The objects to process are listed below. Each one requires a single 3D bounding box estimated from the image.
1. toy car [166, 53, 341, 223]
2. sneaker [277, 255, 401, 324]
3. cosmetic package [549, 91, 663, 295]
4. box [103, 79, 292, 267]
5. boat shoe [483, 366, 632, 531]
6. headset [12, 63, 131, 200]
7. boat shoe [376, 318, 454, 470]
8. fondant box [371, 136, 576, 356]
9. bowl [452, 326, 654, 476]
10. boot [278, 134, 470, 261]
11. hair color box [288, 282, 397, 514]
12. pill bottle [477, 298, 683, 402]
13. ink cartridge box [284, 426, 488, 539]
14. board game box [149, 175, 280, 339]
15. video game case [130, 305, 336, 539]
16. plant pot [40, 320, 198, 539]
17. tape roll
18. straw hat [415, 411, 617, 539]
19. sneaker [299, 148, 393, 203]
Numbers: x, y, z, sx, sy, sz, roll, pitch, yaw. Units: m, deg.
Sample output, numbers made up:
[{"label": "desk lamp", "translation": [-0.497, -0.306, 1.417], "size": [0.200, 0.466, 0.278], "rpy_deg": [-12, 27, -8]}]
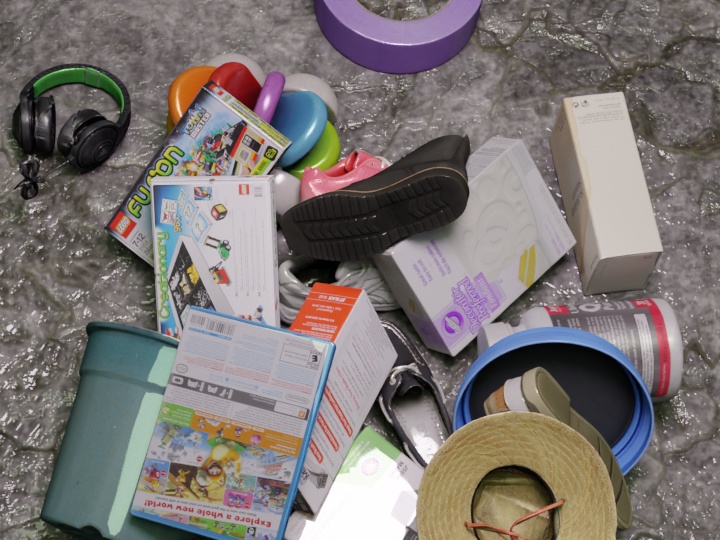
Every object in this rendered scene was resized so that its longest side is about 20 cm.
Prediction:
[{"label": "toy car", "translation": [-0.118, -0.163, 1.662], "size": [0.200, 0.150, 0.175], "rpy_deg": [17, 65, 4]}, {"label": "sneaker", "translation": [0.000, 0.000, 1.624], "size": [0.200, 0.099, 0.078], "rpy_deg": [-18, 68, -12]}, {"label": "cosmetic package", "translation": [0.270, -0.085, 1.681], "size": [0.073, 0.104, 0.200], "rpy_deg": [-6, 65, -5]}, {"label": "box", "translation": [-0.174, -0.089, 1.609], "size": [0.110, 0.035, 0.200], "rpy_deg": [37, 112, -2]}, {"label": "boat shoe", "translation": [0.197, 0.183, 1.497], "size": [0.200, 0.068, 0.075], "rpy_deg": [54, 29, -18]}, {"label": "headset", "translation": [-0.330, -0.160, 1.678], "size": [0.123, 0.094, 0.200], "rpy_deg": [17, 54, 4]}, {"label": "boat shoe", "translation": [0.051, 0.134, 1.589], "size": [0.074, 0.060, 0.200], "rpy_deg": [-14, 68, -10]}, {"label": "fondant box", "translation": [0.121, -0.027, 1.625], "size": [0.200, 0.058, 0.144], "rpy_deg": [-41, 116, -18]}, {"label": "bowl", "translation": [0.194, 0.143, 1.533], "size": [0.200, 0.201, 0.039], "rpy_deg": [8, 32, 0]}, {"label": "boot", "translation": [0.023, -0.080, 1.592], "size": [0.200, 0.078, 0.138], "rpy_deg": [-10, 26, 15]}, {"label": "hair color box", "translation": [-0.045, 0.124, 1.495], "size": [0.064, 0.111, 0.200], "rpy_deg": [7, 52, 30]}, {"label": "pill bottle", "translation": [0.228, 0.090, 1.593], "size": [0.200, 0.111, 0.111], "rpy_deg": [-4, 66, -6]}, {"label": "ink cartridge box", "translation": [0.038, 0.278, 1.509], "size": [0.200, 0.084, 0.146], "rpy_deg": [37, 68, 12]}, {"label": "board game box", "translation": [-0.150, 0.001, 1.580], "size": [0.126, 0.035, 0.200], "rpy_deg": [0, 102, 7]}, {"label": "video game case", "translation": [-0.116, 0.145, 1.392], "size": [0.143, 0.018, 0.200], "rpy_deg": [14, 82, 9]}, {"label": "plant pot", "translation": [-0.210, 0.177, 1.489], "size": [0.200, 0.200, 0.196], "rpy_deg": [18, 73, 4]}, {"label": "tape roll", "translation": [0.045, -0.335, 1.798], "size": [0.200, 0.066, 0.200], "rpy_deg": [2, 65, -4]}, {"label": "straw hat", "translation": [0.144, 0.232, 1.445], "size": [0.201, 0.085, 0.201], "rpy_deg": [0, 88, -1]}, {"label": "sneaker", "translation": [0.023, -0.093, 1.651], "size": [0.200, 0.074, 0.087], "rpy_deg": [-15, 105, -27]}]
